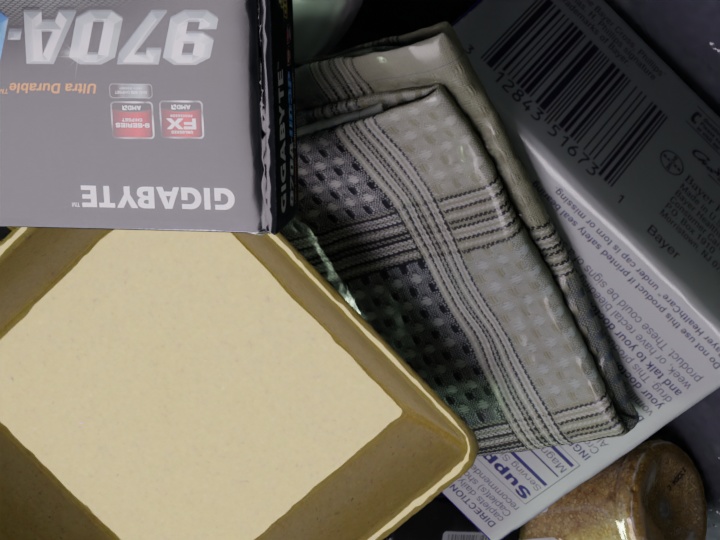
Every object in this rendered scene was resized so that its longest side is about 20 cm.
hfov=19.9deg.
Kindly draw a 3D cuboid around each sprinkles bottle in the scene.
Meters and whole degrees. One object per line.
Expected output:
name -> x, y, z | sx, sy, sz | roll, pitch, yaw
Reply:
sprinkles bottle -> 0.078, 0.130, 1.052 | 0.200, 0.068, 0.068 | -12, 117, 42

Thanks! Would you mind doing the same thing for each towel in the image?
towel -> 0.000, 0.000, 0.868 | 0.192, 0.035, 0.200 | -9, 117, 42

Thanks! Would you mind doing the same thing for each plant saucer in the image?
plant saucer -> -0.082, 0.057, 0.879 | 0.200, 0.048, 0.200 | -41, 99, 19

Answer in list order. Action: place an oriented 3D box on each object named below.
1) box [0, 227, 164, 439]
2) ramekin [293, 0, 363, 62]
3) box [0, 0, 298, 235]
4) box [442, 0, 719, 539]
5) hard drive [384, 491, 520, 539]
box -> -0.155, 0.009, 0.990 | 0.200, 0.049, 0.160 | 34, 178, 0
ramekin -> -0.065, -0.181, 0.867 | 0.202, 0.094, 0.203 | 22, 139, 21
box -> -0.125, -0.097, 0.790 | 0.200, 0.046, 0.159 | 2, 104, 12
box -> 0.070, -0.006, 0.913 | 0.184, 0.105, 0.200 | 45, 138, -1
hard drive -> -0.038, 0.110, 1.021 | 0.200, 0.140, 0.038 | 6, 88, 45
